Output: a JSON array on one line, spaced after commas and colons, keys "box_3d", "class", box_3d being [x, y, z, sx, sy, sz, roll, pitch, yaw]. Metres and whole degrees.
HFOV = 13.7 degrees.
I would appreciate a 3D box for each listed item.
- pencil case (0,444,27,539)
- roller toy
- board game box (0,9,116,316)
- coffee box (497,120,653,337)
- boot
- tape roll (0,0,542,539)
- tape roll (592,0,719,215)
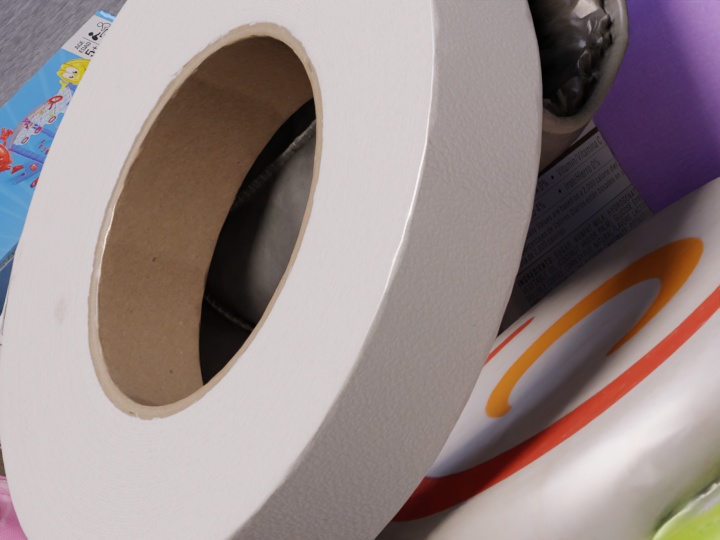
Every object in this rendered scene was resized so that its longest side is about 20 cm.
[{"box_3d": [-0.129, 0.153, 1.002, 0.083, 0.086, 0.201, 20, 102, 53], "class": "pencil case"}, {"box_3d": [0.101, 0.070, 0.783, 0.182, 0.140, 0.200, -32, 12, 38], "class": "roller toy"}, {"box_3d": [-0.127, 0.032, 1.211, 0.056, 0.200, 0.196, 26, 59, 28], "class": "board game box"}, {"box_3d": [0.033, -0.003, 0.956, 0.080, 0.201, 0.114, -37, 11, -39], "class": "coffee box"}, {"box_3d": [-0.002, 0.000, 0.831, 0.200, 0.072, 0.183, -30, 56, 41], "class": "boot"}, {"box_3d": [-0.029, -0.008, 0.776, 0.203, 0.037, 0.204, -35, 45, 44], "class": "tape roll"}, {"box_3d": [0.134, -0.074, 0.920, 0.066, 0.200, 0.200, -33, 22, 29], "class": "tape roll"}]
